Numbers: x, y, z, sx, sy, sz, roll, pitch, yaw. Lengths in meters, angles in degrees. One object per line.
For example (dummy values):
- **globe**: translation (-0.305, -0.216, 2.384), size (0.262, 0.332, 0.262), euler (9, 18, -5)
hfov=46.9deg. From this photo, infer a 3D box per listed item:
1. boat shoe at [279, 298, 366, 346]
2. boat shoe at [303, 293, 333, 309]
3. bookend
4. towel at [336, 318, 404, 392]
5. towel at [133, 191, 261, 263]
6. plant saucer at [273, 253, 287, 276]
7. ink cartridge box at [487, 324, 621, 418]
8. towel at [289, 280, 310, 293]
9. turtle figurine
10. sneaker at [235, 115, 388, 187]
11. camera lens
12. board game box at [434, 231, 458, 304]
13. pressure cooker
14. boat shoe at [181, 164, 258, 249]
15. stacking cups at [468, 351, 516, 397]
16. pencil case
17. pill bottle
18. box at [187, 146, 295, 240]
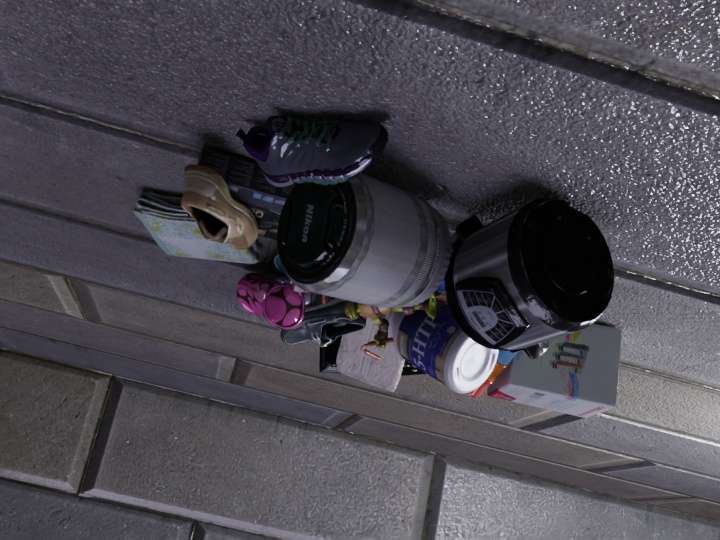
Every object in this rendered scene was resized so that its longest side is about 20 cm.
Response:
- **boat shoe**: translation (-0.069, 0.103, 1.508), size (0.198, 0.063, 0.073), euler (-24, 146, 28)
- **boat shoe**: translation (-0.055, 0.072, 1.591), size (0.085, 0.076, 0.202), euler (8, 163, 12)
- **bookend**: translation (0.052, 0.161, 1.681), size (0.197, 0.094, 0.199), euler (9, 166, -37)
- **towel**: translation (0.030, 0.132, 1.561), size (0.131, 0.035, 0.202), euler (20, 124, 6)
- **towel**: translation (-0.269, -0.064, 1.382), size (0.169, 0.049, 0.200), euler (9, 161, 11)
- **plant saucer**: translation (-0.048, -0.010, 1.417), size (0.197, 0.036, 0.200), euler (10, 160, 4)
- **ink cartridge box**: translation (0.351, 0.170, 1.505), size (0.197, 0.147, 0.145), euler (13, 161, -4)
- **towel**: translation (0.000, 0.000, 1.319), size (0.197, 0.023, 0.144), euler (4, 148, -20)
- **turtle figurine**: translation (0.039, 0.059, 1.328), size (0.159, 0.065, 0.201), euler (-11, 125, 27)
- **sneaker**: translation (-0.063, -0.150, 0.983), size (0.198, 0.075, 0.087), euler (-8, 142, 40)
- **camera lens**: translation (0.003, -0.039, 1.078), size (0.159, 0.162, 0.199), euler (-7, 164, 44)
- **board game box**: translation (0.192, 0.015, 1.297), size (0.198, 0.063, 0.200), euler (18, 161, -17)
- **pressure cooker**: translation (0.211, 0.016, 1.097), size (0.177, 0.178, 0.199), euler (17, 157, -26)
- **boat shoe**: translation (-0.200, -0.070, 1.147), size (0.070, 0.065, 0.200), euler (4, 158, 18)
- **stacking cups**: translation (0.242, 0.133, 1.408), size (0.060, 0.201, 0.061), euler (30, -161, -12)
- **pencil case**: translation (-0.171, 0.049, 1.522), size (0.093, 0.092, 0.199), euler (15, 177, -23)
- **pill bottle**: translation (0.123, 0.110, 1.392), size (0.199, 0.121, 0.119), euler (28, 178, 45)
- **box**: translation (-0.145, -0.100, 1.202), size (0.197, 0.050, 0.161), euler (15, 157, -11)
